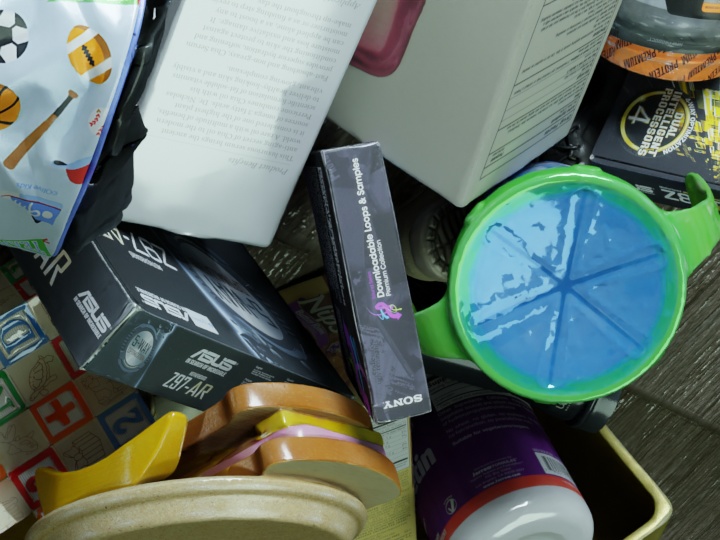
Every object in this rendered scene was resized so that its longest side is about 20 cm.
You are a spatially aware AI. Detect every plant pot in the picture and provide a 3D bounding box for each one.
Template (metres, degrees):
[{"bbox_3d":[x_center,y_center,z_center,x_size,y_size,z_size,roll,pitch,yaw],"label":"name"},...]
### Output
[{"bbox_3d":[0.128,0.208,1.252,0.194,0.196,0.200,-35,155,-5],"label":"plant pot"}]

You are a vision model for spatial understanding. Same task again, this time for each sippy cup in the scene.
[{"bbox_3d":[0.115,-0.006,0.889,0.177,0.130,0.140,13,106,-4],"label":"sippy cup"}]

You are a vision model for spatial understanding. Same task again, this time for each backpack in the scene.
[{"bbox_3d":[-0.152,-0.107,0.627,0.153,0.191,0.200,4,129,-23],"label":"backpack"}]

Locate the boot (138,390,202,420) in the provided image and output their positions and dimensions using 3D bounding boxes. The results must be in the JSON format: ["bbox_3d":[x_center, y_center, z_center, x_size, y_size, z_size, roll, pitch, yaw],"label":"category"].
[{"bbox_3d":[-0.145,0.081,0.953,0.155,0.072,0.200,-51,143,14],"label":"boot"}]

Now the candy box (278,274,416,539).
[{"bbox_3d":[-0.008,0.108,1.062,0.056,0.117,0.200,-18,141,-12],"label":"candy box"}]

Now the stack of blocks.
[{"bbox_3d":[-0.179,0.101,0.860,0.115,0.059,0.200,-34,121,-14],"label":"stack of blocks"}]

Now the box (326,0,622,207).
[{"bbox_3d":[0.074,-0.159,0.814,0.128,0.109,0.200,-34,151,-45],"label":"box"}]

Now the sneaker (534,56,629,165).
[{"bbox_3d":[0.149,-0.061,1.003,0.091,0.076,0.201,24,69,-35],"label":"sneaker"}]

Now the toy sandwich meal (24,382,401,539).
[{"bbox_3d":[-0.085,0.123,0.810,0.204,0.071,0.205,-6,155,-3],"label":"toy sandwich meal"}]

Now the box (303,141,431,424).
[{"bbox_3d":[0.000,0.000,0.845,0.036,0.144,0.200,-12,-175,-3],"label":"box"}]

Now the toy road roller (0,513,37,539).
[{"bbox_3d":[-0.216,0.257,1.019,0.123,0.146,0.200,-47,145,13],"label":"toy road roller"}]

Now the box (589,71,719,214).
[{"bbox_3d":[0.256,-0.126,0.936,0.201,0.161,0.049,-63,148,-14],"label":"box"}]

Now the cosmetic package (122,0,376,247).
[{"bbox_3d":[-0.064,-0.119,0.765,0.101,0.071,0.200,10,118,-30],"label":"cosmetic package"}]

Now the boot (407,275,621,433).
[{"bbox_3d":[0.094,0.030,1.089,0.168,0.200,0.077,22,114,-13],"label":"boot"}]

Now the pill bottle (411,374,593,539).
[{"bbox_3d":[0.085,0.141,1.102,0.112,0.200,0.113,-12,132,-14],"label":"pill bottle"}]

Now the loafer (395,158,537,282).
[{"bbox_3d":[0.083,-0.042,1.022,0.200,0.068,0.076,-19,105,-48],"label":"loafer"}]

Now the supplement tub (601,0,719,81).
[{"bbox_3d":[0.195,-0.219,0.856,0.122,0.123,0.201,-14,132,-31],"label":"supplement tub"}]

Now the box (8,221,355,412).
[{"bbox_3d":[-0.108,0.010,0.825,0.044,0.160,0.200,-46,144,11],"label":"box"}]
